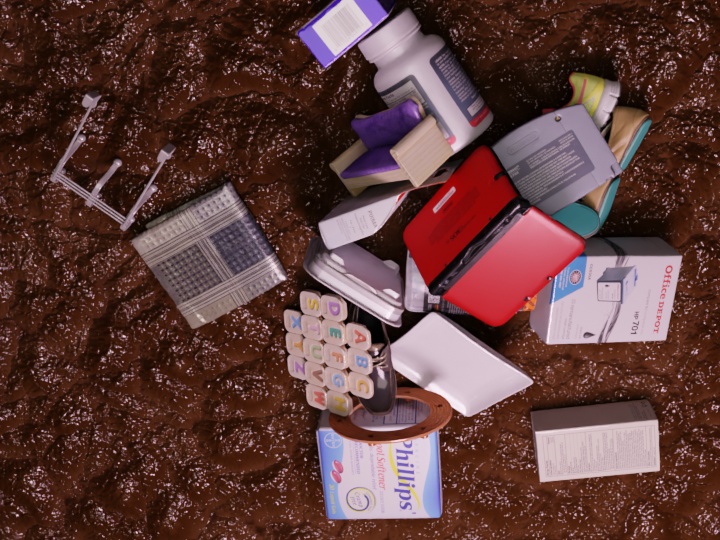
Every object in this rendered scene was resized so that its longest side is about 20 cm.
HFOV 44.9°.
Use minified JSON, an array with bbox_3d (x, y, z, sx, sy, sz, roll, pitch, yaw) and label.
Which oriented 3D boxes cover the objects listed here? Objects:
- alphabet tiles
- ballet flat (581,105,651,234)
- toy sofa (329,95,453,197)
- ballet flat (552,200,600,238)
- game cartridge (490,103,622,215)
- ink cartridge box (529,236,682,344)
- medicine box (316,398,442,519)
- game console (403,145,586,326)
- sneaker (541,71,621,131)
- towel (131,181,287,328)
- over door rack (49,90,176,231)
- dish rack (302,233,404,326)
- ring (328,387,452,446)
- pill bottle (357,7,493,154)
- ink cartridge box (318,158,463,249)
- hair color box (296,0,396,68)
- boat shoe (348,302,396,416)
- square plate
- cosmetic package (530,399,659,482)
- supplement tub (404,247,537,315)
[{"bbox_3d":[-0.057,0.133,1.403,0.195,0.015,0.201,10,109,42],"label":"alphabet tiles"},{"bbox_3d":[0.369,-0.153,1.312,0.063,0.069,0.200,30,111,23],"label":"ballet flat"},{"bbox_3d":[0.032,-0.172,1.245,0.083,0.200,0.098,-44,109,-21],"label":"toy sofa"},{"bbox_3d":[0.254,-0.071,1.302,0.199,0.064,0.068,-4,88,-6],"label":"ballet flat"},{"bbox_3d":[0.253,-0.143,1.238,0.200,0.042,0.133,-31,89,5],"label":"game cartridge"},{"bbox_3d":[0.373,0.029,1.337,0.199,0.086,0.147,-1,111,-8],"label":"ink cartridge box"},{"bbox_3d":[0.037,0.320,1.490,0.199,0.103,0.183,-3,111,7],"label":"medicine box"},{"bbox_3d":[0.183,-0.046,1.231,0.118,0.173,0.200,7,137,-41],"label":"game console"},{"bbox_3d":[0.301,-0.202,1.289,0.090,0.078,0.200,27,105,3],"label":"sneaker"},{"bbox_3d":[-0.246,-0.022,1.424,0.200,0.035,0.193,-27,109,12],"label":"towel"},{"bbox_3d":[-0.379,-0.171,1.345,0.148,0.067,0.200,35,131,-9],"label":"over door rack"},{"bbox_3d":[0.000,0.000,1.318,0.171,0.200,0.044,33,106,-8],"label":"dish rack"},{"bbox_3d":[0.049,0.236,1.403,0.200,0.200,0.019,-5,105,7],"label":"ring"},{"bbox_3d":[0.090,-0.267,1.250,0.119,0.120,0.200,-32,105,15],"label":"pill bottle"},{"bbox_3d":[0.053,-0.101,1.280,0.199,0.160,0.047,-16,103,20],"label":"ink cartridge box"},{"bbox_3d":[-0.015,-0.346,1.184,0.109,0.200,0.065,-36,103,16],"label":"hair color box"},{"bbox_3d":[0.013,0.132,1.390,0.074,0.073,0.201,-11,77,0],"label":"boat shoe"},{"bbox_3d":[0.150,0.151,1.412,0.198,0.028,0.200,34,145,-9],"label":"square plate"},{"bbox_3d":[0.393,0.286,1.463,0.199,0.073,0.104,-6,111,7],"label":"cosmetic package"},{"bbox_3d":[0.170,0.009,1.348,0.199,0.123,0.123,4,111,4],"label":"supplement tub"}]
